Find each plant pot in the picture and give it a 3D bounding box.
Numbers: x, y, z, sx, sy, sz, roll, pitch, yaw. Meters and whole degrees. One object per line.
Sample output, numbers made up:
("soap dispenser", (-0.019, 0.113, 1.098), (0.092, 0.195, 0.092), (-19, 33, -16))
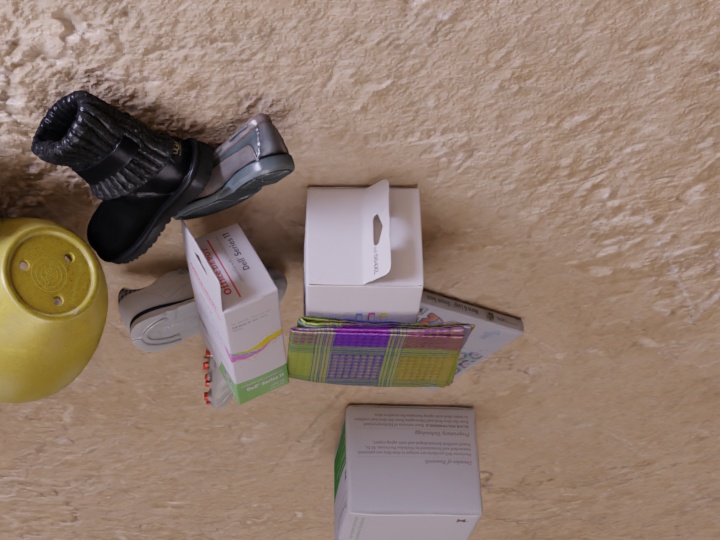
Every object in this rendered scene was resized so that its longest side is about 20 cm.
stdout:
("plant pot", (-0.343, 0.024, 1.326), (0.200, 0.201, 0.142), (16, 153, -28))

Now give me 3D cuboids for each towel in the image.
("towel", (0.019, 0.091, 1.410), (0.199, 0.023, 0.144), (2, 150, -5))

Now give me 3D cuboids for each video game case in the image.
("video game case", (0.082, 0.094, 1.666), (0.182, 0.024, 0.200), (17, 144, -29))

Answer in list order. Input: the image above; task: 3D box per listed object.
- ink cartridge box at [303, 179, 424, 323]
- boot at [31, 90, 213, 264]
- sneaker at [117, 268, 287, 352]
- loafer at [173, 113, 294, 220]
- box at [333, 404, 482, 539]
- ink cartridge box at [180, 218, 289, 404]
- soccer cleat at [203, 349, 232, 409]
("ink cartridge box", (0.000, 0.000, 1.403), (0.125, 0.129, 0.200), (0, 148, -3))
("boot", (-0.263, -0.093, 1.278), (0.157, 0.080, 0.211), (17, 139, -34))
("sneaker", (-0.184, 0.026, 1.496), (0.199, 0.081, 0.077), (-14, 133, -19))
("loafer", (-0.135, -0.103, 1.300), (0.072, 0.063, 0.200), (-13, 175, -39))
("box", (0.065, 0.318, 1.893), (0.199, 0.172, 0.199), (2, 149, -7))
("ink cartridge box", (-0.135, 0.035, 1.383), (0.067, 0.117, 0.200), (-22, 140, -16))
("soccer cleat", (-0.165, 0.123, 1.658), (0.077, 0.069, 0.200), (0, 146, -9))
